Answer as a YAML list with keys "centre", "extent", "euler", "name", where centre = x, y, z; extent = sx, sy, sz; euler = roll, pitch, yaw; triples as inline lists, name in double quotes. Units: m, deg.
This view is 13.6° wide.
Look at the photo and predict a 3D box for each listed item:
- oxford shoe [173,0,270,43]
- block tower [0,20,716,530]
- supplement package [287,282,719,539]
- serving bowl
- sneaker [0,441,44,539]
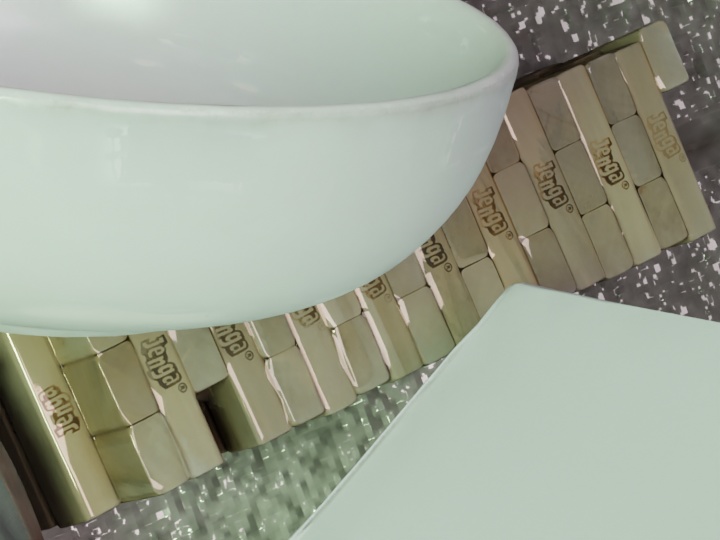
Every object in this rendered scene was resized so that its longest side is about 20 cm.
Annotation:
- centre: [0.034, -0.114, 0.771]
  extent: [0.200, 0.074, 0.071]
  euler: [-39, 101, -31]
  name: "oxford shoe"
- centre: [0.000, 0.000, 0.740]
  extent: [0.199, 0.054, 0.058]
  euler: [-26, 95, -32]
  name: "block tower"
- centre: [0.070, 0.146, 0.663]
  extent: [0.191, 0.147, 0.201]
  euler: [-48, 129, -29]
  name: "supplement package"
- centre: [-0.069, -0.031, 0.639]
  extent: [0.199, 0.200, 0.066]
  euler: [-2, 110, -32]
  name: "serving bowl"
- centre: [-0.095, 0.051, 0.662]
  extent: [0.200, 0.077, 0.082]
  euler: [45, 55, -17]
  name: "sneaker"
